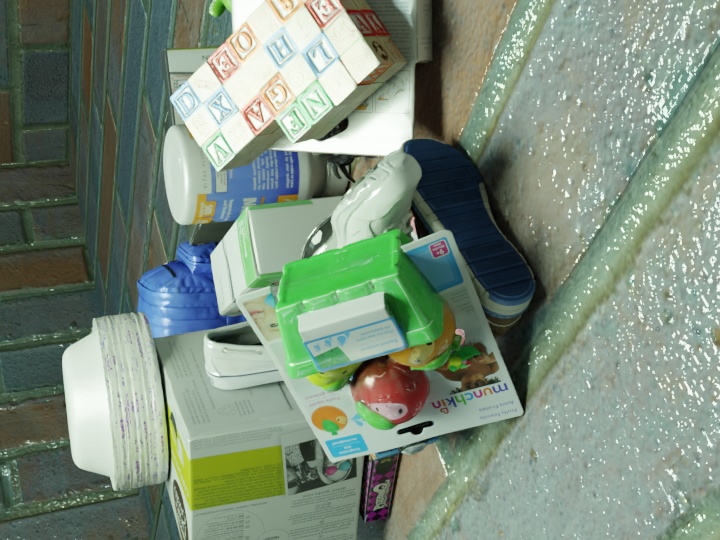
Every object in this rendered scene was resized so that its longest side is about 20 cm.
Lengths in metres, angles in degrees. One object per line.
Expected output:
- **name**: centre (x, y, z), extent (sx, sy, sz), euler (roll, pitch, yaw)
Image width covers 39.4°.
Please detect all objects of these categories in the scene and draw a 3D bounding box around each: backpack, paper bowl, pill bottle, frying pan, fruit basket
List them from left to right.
- **paper bowl**: centre (-0.288, 0.153, 1.169), extent (0.200, 0.103, 0.204), euler (174, 90, -72)
- **backpack**: centre (-0.229, 0.040, 1.476), extent (0.162, 0.198, 0.170), euler (-167, 71, -67)
- **pill bottle**: centre (-0.117, -0.116, 1.150), extent (0.112, 0.198, 0.114), euler (174, 90, -68)
- **frying pan**: centre (-0.014, 0.003, 1.048), extent (0.031, 0.114, 0.191), euler (54, 146, 35)
- **fruit basket**: centre (0.019, 0.075, 0.819), extent (0.094, 0.183, 0.202), euler (-80, -30, -59)

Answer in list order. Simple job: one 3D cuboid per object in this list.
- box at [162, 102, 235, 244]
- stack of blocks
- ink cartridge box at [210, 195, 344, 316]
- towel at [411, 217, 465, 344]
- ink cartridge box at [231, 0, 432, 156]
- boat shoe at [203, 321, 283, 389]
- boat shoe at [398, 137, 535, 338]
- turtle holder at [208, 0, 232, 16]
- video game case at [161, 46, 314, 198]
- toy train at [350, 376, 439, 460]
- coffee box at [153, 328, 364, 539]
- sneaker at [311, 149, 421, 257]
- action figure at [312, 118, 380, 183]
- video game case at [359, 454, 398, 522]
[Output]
- **box**: centre (-0.166, -0.155, 1.326), extent (0.124, 0.147, 0.202), euler (127, 132, -58)
- **stack of blocks**: centre (-0.070, -0.175, 0.926), extent (0.199, 0.058, 0.116), euler (-37, 84, 28)
- **ink cartridge box**: centre (-0.083, -0.014, 1.168), extent (0.200, 0.144, 0.085), euler (145, 115, -65)
- **towel**: centre (0.059, 0.050, 0.991), extent (0.201, 0.030, 0.148), euler (112, 144, -50)
- **ink cartridge box**: centre (-0.029, -0.203, 0.957), extent (0.198, 0.045, 0.179), euler (6, 105, 26)
- **boat shoe**: centre (-0.071, 0.075, 1.086), extent (0.074, 0.198, 0.066), euler (-125, 25, -53)
- **boat shoe**: centre (0.077, -0.028, 0.865), extent (0.073, 0.071, 0.201), euler (107, 148, -48)
- **turtle holder**: centre (-0.074, -0.338, 1.098), extent (0.141, 0.185, 0.132), euler (40, 132, 11)
- **video game case**: centre (-0.140, -0.170, 1.215), extent (0.025, 0.179, 0.203), euler (178, 85, -68)
- **toy train**: centre (0.016, 0.087, 0.977), extent (0.114, 0.086, 0.202), euler (117, 136, -66)
- **coffee box**: centre (-0.122, 0.197, 1.158), extent (0.200, 0.197, 0.200), euler (-126, 34, -54)
- **sneaker**: centre (0.022, -0.021, 0.856), extent (0.099, 0.078, 0.200), euler (39, 145, 6)
- **action figure**: centre (-0.032, -0.184, 1.053), extent (0.119, 0.101, 0.203), euler (30, 123, 49)
- **video game case**: centre (-0.008, 0.157, 1.177), extent (0.200, 0.035, 0.183), euler (-124, 34, -49)
